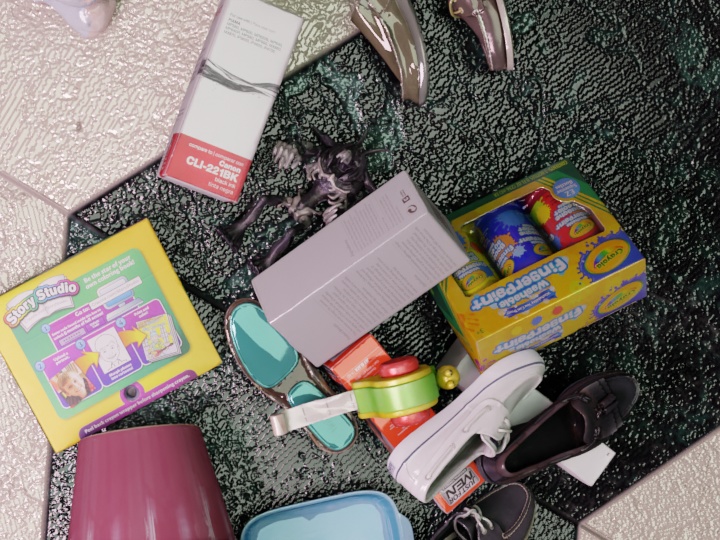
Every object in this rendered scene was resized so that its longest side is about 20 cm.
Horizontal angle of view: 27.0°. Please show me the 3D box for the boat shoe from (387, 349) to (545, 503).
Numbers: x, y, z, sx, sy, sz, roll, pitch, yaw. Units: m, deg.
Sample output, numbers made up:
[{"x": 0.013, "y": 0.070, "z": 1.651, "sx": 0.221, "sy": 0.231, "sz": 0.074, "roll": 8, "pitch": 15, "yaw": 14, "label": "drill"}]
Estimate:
[{"x": 0.122, "y": 0.162, "z": 1.535, "sx": 0.200, "sy": 0.074, "sz": 0.065, "roll": -39, "pitch": 59, "yaw": -10, "label": "boat shoe"}]

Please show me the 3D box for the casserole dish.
[{"x": -0.041, "y": 0.306, "z": 1.636, "sx": 0.199, "sy": 0.039, "sz": 0.122, "roll": -11, "pitch": 94, "yaw": -8, "label": "casserole dish"}]

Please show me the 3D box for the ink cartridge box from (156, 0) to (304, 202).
[{"x": -0.136, "y": -0.177, "z": 1.546, "sx": 0.083, "sy": 0.144, "sz": 0.201, "roll": 19, "pitch": 90, "yaw": -11, "label": "ink cartridge box"}]

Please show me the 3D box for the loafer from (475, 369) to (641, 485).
[{"x": 0.216, "y": 0.168, "z": 1.572, "sx": 0.199, "sy": 0.063, "sz": 0.072, "roll": -28, "pitch": 93, "yaw": -14, "label": "loafer"}]

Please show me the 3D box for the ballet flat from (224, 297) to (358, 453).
[{"x": -0.078, "y": 0.113, "z": 1.607, "sx": 0.068, "sy": 0.067, "sz": 0.201, "roll": -35, "pitch": 97, "yaw": -1, "label": "ballet flat"}]

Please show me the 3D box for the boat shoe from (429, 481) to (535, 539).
[{"x": 0.123, "y": 0.288, "z": 1.612, "sx": 0.072, "sy": 0.063, "sz": 0.200, "roll": 33, "pitch": 55, "yaw": 28, "label": "boat shoe"}]

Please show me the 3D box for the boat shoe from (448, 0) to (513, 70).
[{"x": 0.118, "y": -0.307, "z": 1.620, "sx": 0.059, "sy": 0.072, "sz": 0.201, "roll": -15, "pitch": 91, "yaw": -2, "label": "boat shoe"}]

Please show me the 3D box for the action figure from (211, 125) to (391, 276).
[{"x": -0.053, "y": -0.079, "z": 1.587, "sx": 0.200, "sy": 0.102, "sz": 0.119, "roll": -43, "pitch": 86, "yaw": -3, "label": "action figure"}]

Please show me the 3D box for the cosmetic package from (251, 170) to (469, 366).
[{"x": 0.000, "y": 0.000, "z": 1.547, "sx": 0.199, "sy": 0.071, "sz": 0.101, "roll": -35, "pitch": 137, "yaw": 9, "label": "cosmetic package"}]

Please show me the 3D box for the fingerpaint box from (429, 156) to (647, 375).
[{"x": 0.176, "y": -0.007, "z": 1.593, "sx": 0.199, "sy": 0.074, "sz": 0.167, "roll": -25, "pitch": 52, "yaw": -6, "label": "fingerpaint box"}]

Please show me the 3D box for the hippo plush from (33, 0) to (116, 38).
[{"x": -0.308, "y": -0.333, "z": 1.503, "sx": 0.199, "sy": 0.161, "sz": 0.160, "roll": 19, "pitch": 90, "yaw": -9, "label": "hippo plush"}]

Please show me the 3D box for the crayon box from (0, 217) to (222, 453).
[{"x": -0.272, "y": 0.067, "z": 1.579, "sx": 0.199, "sy": 0.058, "sz": 0.173, "roll": -28, "pitch": 95, "yaw": -7, "label": "crayon box"}]

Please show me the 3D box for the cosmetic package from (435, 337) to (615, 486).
[{"x": 0.178, "y": 0.153, "z": 1.642, "sx": 0.200, "sy": 0.083, "sz": 0.051, "roll": 38, "pitch": 86, "yaw": -8, "label": "cosmetic package"}]

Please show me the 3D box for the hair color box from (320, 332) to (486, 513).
[{"x": 0.043, "y": 0.159, "z": 1.611, "sx": 0.061, "sy": 0.101, "sz": 0.200, "roll": -40, "pitch": 97, "yaw": -7, "label": "hair color box"}]

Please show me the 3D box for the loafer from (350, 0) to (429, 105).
[{"x": 0.025, "y": -0.270, "z": 1.611, "sx": 0.069, "sy": 0.075, "sz": 0.201, "roll": -17, "pitch": 90, "yaw": 4, "label": "loafer"}]

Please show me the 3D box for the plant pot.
[{"x": -0.217, "y": 0.256, "z": 1.540, "sx": 0.199, "sy": 0.200, "sz": 0.180, "roll": -6, "pitch": 78, "yaw": -9, "label": "plant pot"}]

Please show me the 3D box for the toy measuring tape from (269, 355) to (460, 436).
[{"x": 0.009, "y": 0.132, "z": 1.517, "sx": 0.199, "sy": 0.074, "sz": 0.074, "roll": -15, "pitch": 95, "yaw": -10, "label": "toy measuring tape"}]
